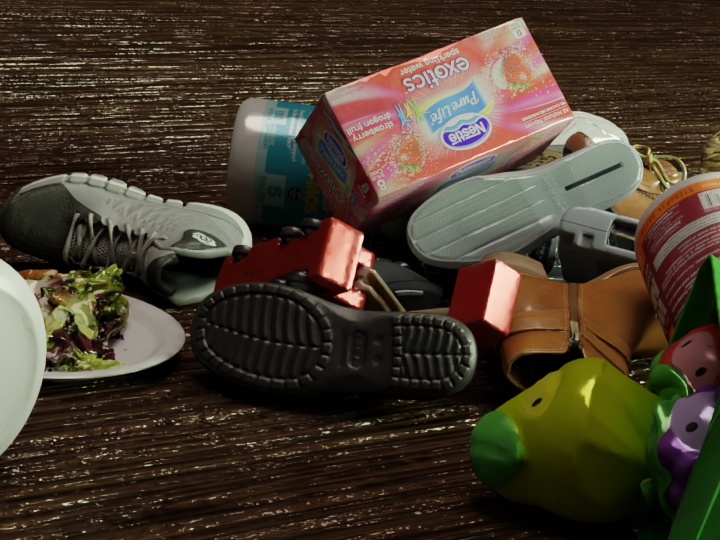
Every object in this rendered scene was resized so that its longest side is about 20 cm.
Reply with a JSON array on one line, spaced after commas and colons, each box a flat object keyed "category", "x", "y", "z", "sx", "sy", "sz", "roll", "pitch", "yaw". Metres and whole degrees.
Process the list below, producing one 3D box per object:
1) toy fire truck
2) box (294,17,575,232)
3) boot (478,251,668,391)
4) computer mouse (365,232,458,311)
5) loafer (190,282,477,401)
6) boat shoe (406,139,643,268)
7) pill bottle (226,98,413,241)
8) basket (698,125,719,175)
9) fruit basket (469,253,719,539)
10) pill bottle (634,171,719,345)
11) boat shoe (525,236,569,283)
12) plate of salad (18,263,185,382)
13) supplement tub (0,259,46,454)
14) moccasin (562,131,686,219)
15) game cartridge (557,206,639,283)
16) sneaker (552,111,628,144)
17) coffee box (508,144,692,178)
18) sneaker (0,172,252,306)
[{"category": "toy fire truck", "x": 0.000, "y": 0.017, "z": 1.334, "sx": 0.141, "sy": 0.049, "sz": 0.200, "roll": 27, "pitch": -26, "yaw": -28}, {"category": "box", "x": 0.061, "y": -0.117, "z": 1.568, "sx": 0.199, "sy": 0.103, "sz": 0.095, "roll": -22, "pitch": -11, "yaw": -24}, {"category": "boot", "x": 0.179, "y": 0.050, "z": 1.362, "sx": 0.199, "sy": 0.077, "sz": 0.155, "roll": 17, "pitch": 23, "yaw": -13}, {"category": "computer mouse", "x": 0.000, "y": 0.000, "z": 1.493, "sx": 0.140, "sy": 0.046, "sz": 0.199, "roll": 20, "pitch": 21, "yaw": 36}, {"category": "loafer", "x": -0.018, "y": 0.059, "z": 1.280, "sx": 0.199, "sy": 0.073, "sz": 0.071, "roll": 10, "pitch": -13, "yaw": 13}, {"category": "boat shoe", "x": 0.132, "y": -0.044, "z": 1.522, "sx": 0.199, "sy": 0.074, "sz": 0.067, "roll": -16, "pitch": -13, "yaw": -6}, {"category": "pill bottle", "x": -0.013, "y": -0.085, "z": 1.660, "sx": 0.199, "sy": 0.112, "sz": 0.111, "roll": 7, "pitch": 16, "yaw": 2}, {"category": "basket", "x": 0.412, "y": -0.074, "z": 1.732, "sx": 0.199, "sy": 0.144, "sz": 0.149, "roll": 13, "pitch": 19, "yaw": 21}, {"category": "fruit basket", "x": 0.173, "y": 0.087, "z": 1.117, "sx": 0.214, "sy": 0.156, "sz": 0.216, "roll": 15, "pitch": 23, "yaw": -7}, {"category": "pill bottle", "x": 0.262, "y": 0.032, "z": 1.297, "sx": 0.109, "sy": 0.110, "sz": 0.201, "roll": 3, "pitch": 39, "yaw": -12}, {"category": "boat shoe", "x": 0.145, "y": -0.026, "z": 1.588, "sx": 0.200, "sy": 0.070, "sz": 0.071, "roll": 4, "pitch": 15, "yaw": -28}, {"category": "plate of salad", "x": -0.219, "y": 0.030, "z": 1.306, "sx": 0.199, "sy": 0.048, "sz": 0.200, "roll": 7, "pitch": 17, "yaw": -2}, {"category": "supplement tub", "x": -0.293, "y": 0.034, "z": 1.101, "sx": 0.199, "sy": 0.141, "sz": 0.140, "roll": 19, "pitch": 21, "yaw": 37}, {"category": "moccasin", "x": 0.247, "y": -0.069, "z": 1.631, "sx": 0.201, "sy": 0.078, "sz": 0.074, "roll": 32, "pitch": 14, "yaw": -35}, {"category": "game cartridge", "x": 0.254, "y": 0.006, "z": 1.485, "sx": 0.199, "sy": 0.041, "sz": 0.133, "roll": 16, "pitch": -17, "yaw": 12}, {"category": "sneaker", "x": 0.182, "y": -0.105, "z": 1.893, "sx": 0.199, "sy": 0.078, "sz": 0.099, "roll": -7, "pitch": 26, "yaw": -14}, {"category": "coffee box", "x": 0.187, "y": -0.063, "z": 1.719, "sx": 0.199, "sy": 0.080, "sz": 0.113, "roll": -4, "pitch": 18, "yaw": -31}, {"category": "sneaker", "x": -0.179, "y": -0.021, "z": 1.449, "sx": 0.199, "sy": 0.075, "sz": 0.116, "roll": 5, "pitch": 19, "yaw": -8}]
